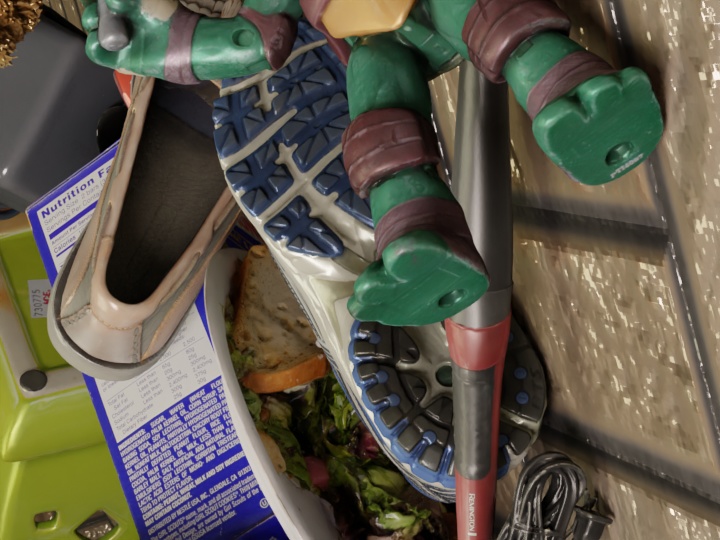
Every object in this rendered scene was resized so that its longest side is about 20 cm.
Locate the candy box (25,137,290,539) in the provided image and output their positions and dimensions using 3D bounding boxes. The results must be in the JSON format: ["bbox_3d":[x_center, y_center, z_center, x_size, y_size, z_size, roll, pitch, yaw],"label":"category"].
[{"bbox_3d":[-0.054,0.059,0.887,0.169,0.077,0.201,41,-159,-56],"label":"candy box"}]

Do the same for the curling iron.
[{"bbox_3d":[0.046,0.013,0.633,0.026,0.049,0.201,-144,43,-67],"label":"curling iron"}]

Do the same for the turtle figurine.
[{"bbox_3d":[-0.001,-0.090,0.562,0.150,0.100,0.200,-53,54,35],"label":"turtle figurine"}]

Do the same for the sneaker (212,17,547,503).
[{"bbox_3d":[0.000,0.000,0.731,0.085,0.077,0.201,91,159,-65],"label":"sneaker"}]

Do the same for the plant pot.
[{"bbox_3d":[-0.153,0.064,1.196,0.182,0.198,0.200,98,152,-48],"label":"plant pot"}]

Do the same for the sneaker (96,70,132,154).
[{"bbox_3d":[-0.088,-0.052,0.995,0.200,0.084,0.075,93,155,-57],"label":"sneaker"}]

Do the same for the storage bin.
[{"bbox_3d":[-0.167,-0.089,1.033,0.134,0.146,0.200,25,176,27],"label":"storage bin"}]

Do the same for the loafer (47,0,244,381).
[{"bbox_3d":[-0.066,-0.051,0.800,0.063,0.072,0.201,132,160,-64],"label":"loafer"}]

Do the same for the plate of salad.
[{"bbox_3d":[0.004,0.073,0.787,0.200,0.048,0.200,55,-167,-19],"label":"plate of salad"}]

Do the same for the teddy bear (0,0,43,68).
[{"bbox_3d":[-0.227,-0.159,0.855,0.145,0.067,0.200,43,178,40],"label":"teddy bear"}]

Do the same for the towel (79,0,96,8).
[{"bbox_3d":[-0.143,-0.168,1.062,0.200,0.022,0.147,50,166,2],"label":"towel"}]
